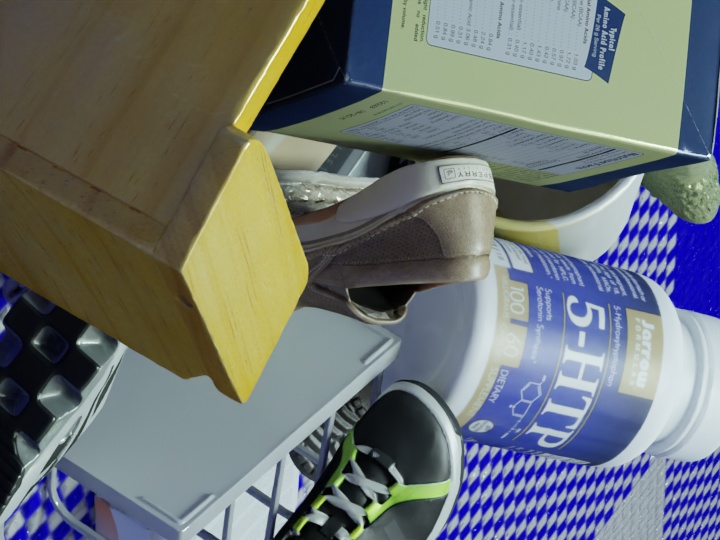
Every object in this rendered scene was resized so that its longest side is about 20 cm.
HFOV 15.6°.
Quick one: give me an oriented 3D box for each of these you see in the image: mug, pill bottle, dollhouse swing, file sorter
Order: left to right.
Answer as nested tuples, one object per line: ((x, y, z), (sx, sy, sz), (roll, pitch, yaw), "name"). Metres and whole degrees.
((-0.099, -0.085, 1.210), (0.176, 0.199, 0.182), (-54, 154, -19), "dollhouse swing")
((-0.096, 0.100, 1.486), (0.200, 0.138, 0.125), (-40, 150, -40), "file sorter")
((0.093, -0.069, 1.623), (0.153, 0.185, 0.150), (68, 22, -70), "mug")
((0.121, 0.052, 1.551), (0.199, 0.120, 0.120), (12, 108, -27), "pill bottle")

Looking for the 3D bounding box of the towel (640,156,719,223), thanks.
((0.156, -0.127, 1.675), (0.036, 0.200, 0.149), (-37, 149, -14), "towel")

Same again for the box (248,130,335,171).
((-0.025, -0.136, 1.403), (0.200, 0.078, 0.095), (-52, 156, 7), "box")

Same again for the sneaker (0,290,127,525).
((-0.181, 0.084, 1.350), (0.200, 0.074, 0.088), (-45, 170, 9), "sneaker")

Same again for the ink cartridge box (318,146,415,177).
((0.037, -0.085, 1.667), (0.200, 0.043, 0.174), (-55, 154, -15), "ink cartridge box")

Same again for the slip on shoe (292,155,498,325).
((0.000, 0.000, 1.328), (0.076, 0.200, 0.061), (-1, 75, -41), "slip on shoe")

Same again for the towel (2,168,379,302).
((-0.082, -0.017, 1.384), (0.132, 0.035, 0.199), (-27, 161, 38), "towel")

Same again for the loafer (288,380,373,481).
((0.036, 0.056, 1.627), (0.199, 0.071, 0.073), (-27, 109, -7), "loafer")

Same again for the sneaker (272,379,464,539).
((-0.010, 0.155, 1.467), (0.201, 0.072, 0.083), (-63, 158, 14), "sneaker")

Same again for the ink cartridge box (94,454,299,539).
((-0.101, 0.165, 1.660), (0.162, 0.050, 0.201), (-44, 155, -37), "ink cartridge box")

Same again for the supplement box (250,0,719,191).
((0.062, -0.157, 1.270), (0.199, 0.134, 0.201), (11, 81, -26), "supplement box")
